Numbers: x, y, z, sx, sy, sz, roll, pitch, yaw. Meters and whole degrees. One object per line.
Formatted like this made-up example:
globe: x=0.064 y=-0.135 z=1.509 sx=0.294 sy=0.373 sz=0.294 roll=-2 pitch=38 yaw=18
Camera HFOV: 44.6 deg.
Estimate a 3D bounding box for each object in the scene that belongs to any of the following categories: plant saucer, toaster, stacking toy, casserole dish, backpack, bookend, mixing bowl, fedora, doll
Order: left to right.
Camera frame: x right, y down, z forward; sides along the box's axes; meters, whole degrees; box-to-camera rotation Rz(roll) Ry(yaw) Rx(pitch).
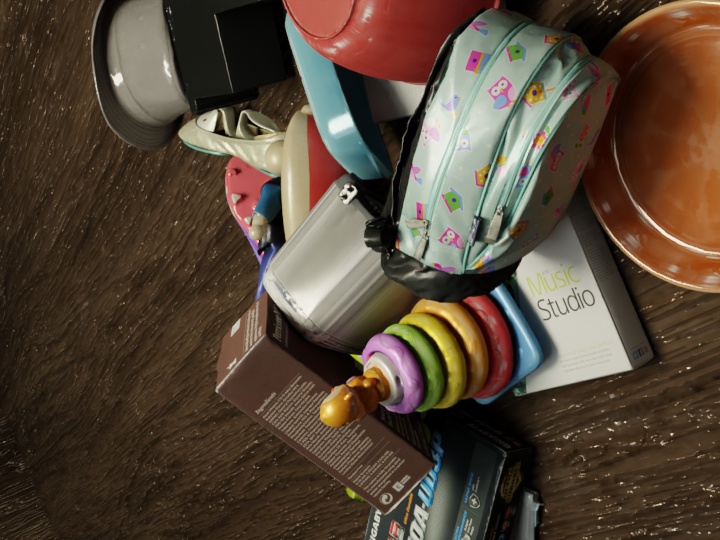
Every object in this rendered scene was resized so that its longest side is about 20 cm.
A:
fedora: x=-0.239 y=-0.254 z=1.063 sx=0.089 sy=0.177 sz=0.203 roll=-10 pitch=72 yaw=25
bookend: x=-0.118 y=-0.279 z=0.930 sx=0.199 sy=0.092 sz=0.201 roll=6 pitch=113 yaw=50
doll: x=-0.089 y=-0.039 z=0.949 sx=0.048 sy=0.136 sz=0.203 roll=8 pitch=95 yaw=21
casserole dish: x=-0.022 y=-0.169 z=0.820 sx=0.038 sy=0.121 sz=0.202 roll=-22 pitch=70 yaw=13
toaster: x=0.000 y=0.000 z=0.808 sx=0.129 sy=0.200 sz=0.114 roll=-47 pitch=65 yaw=11
mixing bowl: x=0.005 y=-0.238 z=0.693 sx=0.199 sy=0.108 sz=0.203 roll=27 pitch=127 yaw=41
stacking toy: x=0.044 y=0.082 z=0.744 sx=0.110 sy=0.198 sz=0.116 roll=58 pitch=145 yaw=15
backpack: x=0.100 y=-0.087 z=0.649 sx=0.126 sy=0.167 sz=0.202 roll=27 pitch=125 yaw=16
plant saucer: x=0.239 y=-0.085 z=0.609 sx=0.199 sy=0.032 sz=0.203 roll=29 pitch=129 yaw=43

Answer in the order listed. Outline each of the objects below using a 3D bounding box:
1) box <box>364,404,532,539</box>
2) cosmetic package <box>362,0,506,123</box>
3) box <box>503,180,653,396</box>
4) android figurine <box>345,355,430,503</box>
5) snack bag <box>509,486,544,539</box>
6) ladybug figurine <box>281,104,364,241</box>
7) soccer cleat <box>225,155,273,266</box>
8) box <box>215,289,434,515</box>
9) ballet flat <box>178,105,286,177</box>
box: x=0.084 y=0.242 z=0.910 sx=0.158 sy=0.046 sz=0.203 roll=26 pitch=109 yaw=46
cosmetic package: x=0.052 y=-0.240 z=0.761 sx=0.150 sy=0.051 sz=0.203 roll=2 pitch=109 yaw=54
box: x=0.152 y=0.001 z=0.761 sx=0.144 sy=0.036 sz=0.202 roll=-27 pitch=83 yaw=54
android figurine: x=0.012 y=0.139 z=0.930 sx=0.182 sy=0.041 sz=0.202 roll=44 pitch=123 yaw=40
snack bag: x=0.115 y=0.285 z=0.959 sx=0.199 sy=0.021 sz=0.191 roll=20 pitch=122 yaw=46
ladybug figurine: x=-0.035 y=-0.071 z=0.909 sx=0.071 sy=0.136 sz=0.202 roll=0 pitch=117 yaw=11
soccer cleat: x=-0.112 y=-0.048 z=1.063 sx=0.202 sy=0.066 sz=0.077 roll=63 pitch=165 yaw=15
box: x=-0.031 y=0.117 z=0.791 sx=0.199 sy=0.100 sz=0.075 roll=38 pitch=104 yaw=-18
ballet flat: x=-0.143 y=-0.166 z=1.044 sx=0.199 sy=0.067 sz=0.063 roll=22 pitch=125 yaw=34
